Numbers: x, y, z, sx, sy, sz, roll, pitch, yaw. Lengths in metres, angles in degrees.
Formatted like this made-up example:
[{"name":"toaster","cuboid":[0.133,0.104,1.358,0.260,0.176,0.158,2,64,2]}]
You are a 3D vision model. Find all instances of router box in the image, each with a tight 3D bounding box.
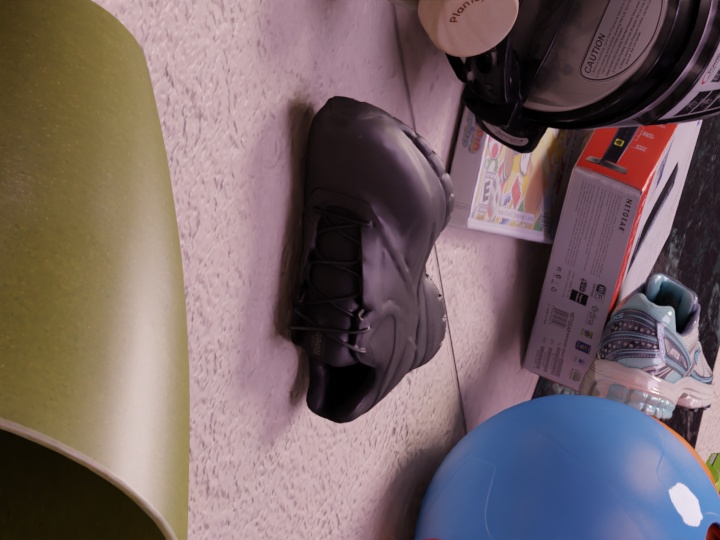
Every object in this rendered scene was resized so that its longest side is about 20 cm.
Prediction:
[{"name":"router box","cuboid":[0.178,-0.048,1.804,0.200,0.049,0.180,99,17,-47]}]

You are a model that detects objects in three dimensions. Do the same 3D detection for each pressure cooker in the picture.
[{"name":"pressure cooker","cuboid":[0.134,-0.162,1.488,0.200,0.178,0.177,-6,82,-55]}]

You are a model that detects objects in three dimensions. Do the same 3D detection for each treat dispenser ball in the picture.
[{"name":"treat dispenser ball","cuboid":[0.132,0.178,1.661,0.201,0.200,0.202,13,90,-70]}]

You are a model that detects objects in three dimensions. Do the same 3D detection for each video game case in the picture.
[{"name":"video game case","cuboid":[0.108,-0.111,1.678,0.200,0.023,0.183,7,96,-69]}]

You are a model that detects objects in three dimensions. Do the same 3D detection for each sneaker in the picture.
[{"name":"sneaker","cuboid":[0.000,0.000,1.398,0.091,0.076,0.200,-51,146,-38]},{"name":"sneaker","cuboid":[0.206,0.046,1.793,0.200,0.077,0.087,-19,127,-75]}]

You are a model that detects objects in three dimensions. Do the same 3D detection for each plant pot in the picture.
[{"name":"plant pot","cuboid":[-0.137,0.003,0.927,0.187,0.186,0.201,72,22,-55]}]

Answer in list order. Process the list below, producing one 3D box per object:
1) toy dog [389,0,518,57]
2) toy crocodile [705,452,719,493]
[{"name":"toy dog","cuboid":[0.027,-0.201,1.317,0.096,0.132,0.201,-12,115,-25]},{"name":"toy crocodile","cuboid":[0.289,0.223,2.297,0.200,0.062,0.068,-48,145,-53]}]
